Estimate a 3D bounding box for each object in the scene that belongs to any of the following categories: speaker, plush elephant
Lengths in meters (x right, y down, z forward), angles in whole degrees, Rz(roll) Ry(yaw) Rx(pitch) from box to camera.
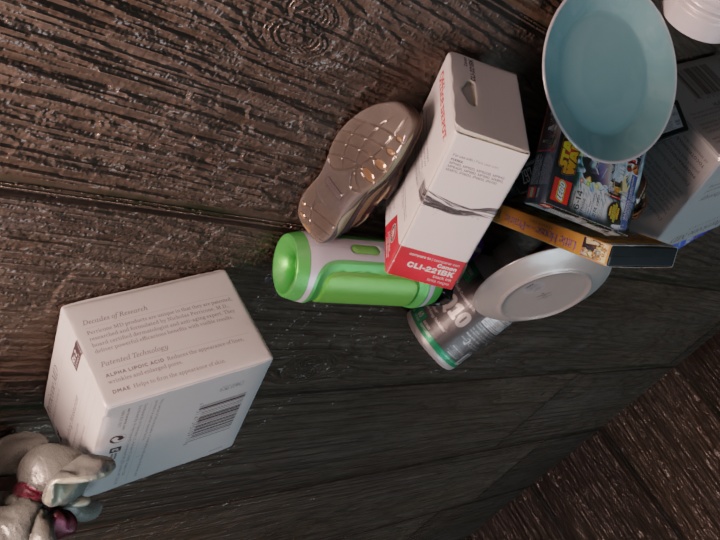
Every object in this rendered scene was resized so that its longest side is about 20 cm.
[{"bbox_3d":[0.000,0.000,1.092,0.198,0.089,0.089,4,138,-28],"label":"speaker"},{"bbox_3d":[-0.327,0.246,0.930,0.155,0.164,0.201,-44,135,-33],"label":"plush elephant"}]

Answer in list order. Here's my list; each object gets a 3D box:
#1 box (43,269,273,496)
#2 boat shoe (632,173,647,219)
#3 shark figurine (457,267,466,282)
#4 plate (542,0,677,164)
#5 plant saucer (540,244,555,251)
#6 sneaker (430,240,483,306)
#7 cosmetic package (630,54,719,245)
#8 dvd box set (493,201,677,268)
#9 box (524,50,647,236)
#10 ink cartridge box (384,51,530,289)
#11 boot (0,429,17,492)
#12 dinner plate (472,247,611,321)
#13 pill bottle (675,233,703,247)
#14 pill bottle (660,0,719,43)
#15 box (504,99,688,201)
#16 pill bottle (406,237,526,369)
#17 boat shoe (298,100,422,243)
[{"bbox_3d":[-0.231,0.125,1.030,0.199,0.131,0.200,-14,148,-34],"label":"box"},{"bbox_3d":[0.340,-0.098,1.198,0.071,0.070,0.200,-55,-178,5],"label":"boat shoe"},{"bbox_3d":[0.107,-0.068,1.164,0.129,0.089,0.215,-67,164,-8],"label":"shark figurine"},{"bbox_3d":[0.273,-0.219,1.016,0.199,0.202,0.026,-20,-168,-26],"label":"plate"},{"bbox_3d":[0.348,-0.003,1.574,0.199,0.051,0.201,-27,152,-15],"label":"plant saucer"},{"bbox_3d":[0.102,0.002,1.239,0.199,0.100,0.070,-11,148,-38],"label":"sneaker"},{"bbox_3d":[0.454,-0.164,1.291,0.166,0.167,0.201,-19,151,-28],"label":"cosmetic package"},{"bbox_3d":[0.284,-0.048,1.183,0.145,0.199,0.030,0,109,-39],"label":"dvd box set"},{"bbox_3d":[0.272,-0.154,1.057,0.136,0.040,0.202,16,85,-29],"label":"box"},{"bbox_3d":[0.096,-0.104,0.975,0.083,0.145,0.201,14,133,-11],"label":"ink cartridge box"},{"bbox_3d":[-0.440,0.275,1.001,0.199,0.187,0.065,-24,133,-12],"label":"boot"},{"bbox_3d":[0.254,0.028,1.270,0.198,0.024,0.201,-10,150,-6],"label":"dinner plate"},{"bbox_3d":[0.543,-0.103,1.560,0.199,0.112,0.112,-28,154,-11],"label":"pill bottle"},{"bbox_3d":[0.409,-0.352,0.980,0.113,0.114,0.201,-19,150,-28],"label":"pill bottle"},{"bbox_3d":[0.297,-0.154,1.189,0.199,0.044,0.160,-20,178,-26],"label":"box"},{"bbox_3d":[0.178,0.049,1.393,0.200,0.113,0.113,-40,153,11],"label":"pill bottle"},{"bbox_3d":[0.006,-0.110,0.988,0.073,0.075,0.200,-20,161,-47],"label":"boat shoe"}]
